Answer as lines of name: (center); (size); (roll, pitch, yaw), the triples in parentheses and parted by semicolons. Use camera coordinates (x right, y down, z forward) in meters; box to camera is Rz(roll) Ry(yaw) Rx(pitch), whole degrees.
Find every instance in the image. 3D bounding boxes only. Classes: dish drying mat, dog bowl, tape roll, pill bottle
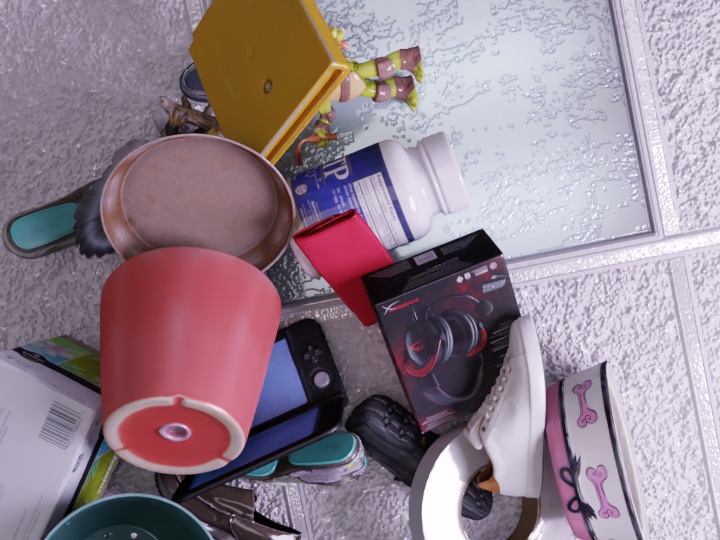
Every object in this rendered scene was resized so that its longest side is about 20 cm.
dish drying mat: (0.000, 0.000, 1.034); (0.077, 0.200, 0.018); (-25, 54, 10)
dog bowl: (0.255, 0.203, 1.016); (0.074, 0.200, 0.201); (-13, 92, 17)
tape roll: (0.151, 0.267, 1.058); (0.202, 0.037, 0.204); (2, 85, -24)
pill bottle: (0.015, -0.078, 1.053); (0.199, 0.120, 0.120); (-21, 91, 5)

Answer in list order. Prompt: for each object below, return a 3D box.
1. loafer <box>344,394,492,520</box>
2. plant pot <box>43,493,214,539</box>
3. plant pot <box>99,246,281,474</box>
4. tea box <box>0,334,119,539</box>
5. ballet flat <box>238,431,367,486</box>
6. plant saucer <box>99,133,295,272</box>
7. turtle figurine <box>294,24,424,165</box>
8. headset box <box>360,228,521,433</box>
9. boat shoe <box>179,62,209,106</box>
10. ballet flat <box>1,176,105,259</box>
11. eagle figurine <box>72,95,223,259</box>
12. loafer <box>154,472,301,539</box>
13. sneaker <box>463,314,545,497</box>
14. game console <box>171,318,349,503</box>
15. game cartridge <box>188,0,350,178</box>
loafer: (0.069, 0.223, 1.098); (0.200, 0.068, 0.070); (40, 134, -7)
plant pot: (-0.255, 0.339, 1.003); (0.200, 0.161, 0.201); (4, 78, -17)
plant pot: (-0.186, 0.102, 0.988); (0.200, 0.178, 0.201); (-1, 137, -1)
tea box: (-0.357, 0.197, 1.059); (0.133, 0.197, 0.200); (26, 96, 3)
ballet flat: (-0.082, 0.227, 1.099); (0.200, 0.072, 0.072); (-4, 93, 25)
plant saucer: (-0.169, -0.065, 0.980); (0.200, 0.035, 0.201); (-4, 131, -4)
turtle figurine: (-0.015, -0.206, 1.060); (0.161, 0.200, 0.065); (-6, 48, -12)
headset box: (0.105, 0.076, 1.039); (0.148, 0.075, 0.200); (-21, 118, -2)
boat shoe: (-0.118, -0.237, 1.085); (0.199, 0.062, 0.075); (-8, 92, 5)
ballet flat: (-0.323, -0.066, 1.106); (0.200, 0.064, 0.068); (-21, 91, -23)
eagle figurine: (-0.222, -0.095, 1.065); (0.152, 0.151, 0.200); (34, 110, 22)
loafer: (-0.153, 0.284, 1.116); (0.200, 0.073, 0.071); (37, 90, -6)
sneaker: (0.152, 0.146, 0.994); (0.084, 0.073, 0.201); (1, 100, 6)
game console: (-0.124, 0.151, 1.050); (0.200, 0.116, 0.176); (-25, 64, 5)
game cartridge: (-0.104, -0.227, 0.986); (0.176, 0.032, 0.200); (-44, 58, 36)
